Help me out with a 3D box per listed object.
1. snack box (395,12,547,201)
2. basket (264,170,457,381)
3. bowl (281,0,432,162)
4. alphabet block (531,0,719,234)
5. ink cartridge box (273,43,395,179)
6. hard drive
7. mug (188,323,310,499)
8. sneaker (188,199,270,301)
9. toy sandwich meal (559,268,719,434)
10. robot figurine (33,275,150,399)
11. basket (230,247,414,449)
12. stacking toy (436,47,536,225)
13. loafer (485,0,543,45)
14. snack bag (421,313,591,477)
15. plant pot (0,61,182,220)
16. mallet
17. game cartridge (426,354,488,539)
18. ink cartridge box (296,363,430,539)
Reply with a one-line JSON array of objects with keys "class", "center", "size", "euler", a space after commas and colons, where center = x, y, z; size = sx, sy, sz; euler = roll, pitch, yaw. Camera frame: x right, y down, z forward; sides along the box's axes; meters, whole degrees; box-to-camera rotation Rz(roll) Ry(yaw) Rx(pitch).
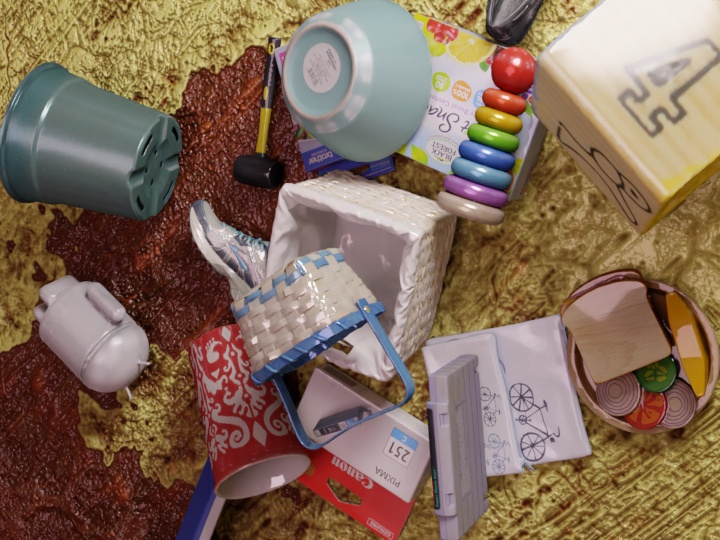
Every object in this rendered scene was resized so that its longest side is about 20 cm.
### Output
[{"class": "snack box", "center": [0.134, -0.201, 1.429], "size": [0.198, 0.067, 0.171], "euler": [27, 107, 21]}, {"class": "basket", "center": [0.000, 0.000, 1.457], "size": [0.195, 0.160, 0.203], "euler": [20, 111, 21]}, {"class": "bowl", "center": [-0.021, -0.236, 1.417], "size": [0.198, 0.104, 0.205], "euler": [2, 94, 36]}, {"class": "alphabet block", "center": [0.318, -0.188, 1.246], "size": [0.196, 0.195, 0.201], "euler": [-40, 80, 1]}, {"class": "ink cartridge box", "center": [-0.034, -0.212, 1.525], "size": [0.118, 0.042, 0.204], "euler": [-15, 91, 27]}, {"class": "hard drive", "center": [-0.232, 0.363, 1.646], "size": [0.025, 0.132, 0.203], "euler": [18, 107, -14]}, {"class": "mug", "center": [-0.169, 0.197, 1.574], "size": [0.178, 0.132, 0.203], "euler": [-46, 55, 44]}, {"class": "sneaker", "center": [-0.158, -0.022, 1.598], "size": [0.086, 0.078, 0.201], "euler": [-36, 88, 12]}, {"class": "toy sandwich meal", "center": [0.326, 0.098, 1.373], "size": [0.202, 0.070, 0.209], "euler": [3, 98, 25]}, {"class": "robot figurine", "center": [-0.387, 0.097, 1.690], "size": [0.199, 0.112, 0.171], "euler": [40, 131, 16]}, {"class": "basket", "center": [-0.042, 0.088, 1.330], "size": [0.175, 0.138, 0.203], "euler": [-29, 81, 32]}, {"class": "stacking toy", "center": [0.153, -0.160, 1.351], "size": [0.084, 0.085, 0.204], "euler": [19, 99, 22]}, {"class": "loafer", "center": [0.204, -0.364, 1.364], "size": [0.067, 0.070, 0.203], "euler": [27, 95, 21]}, {"class": "snack bag", "center": [0.186, 0.166, 1.476], "size": [0.197, 0.021, 0.192], "euler": [-13, 91, 26]}, {"class": "plant pot", "center": [-0.365, -0.166, 1.613], "size": [0.193, 0.200, 0.204], "euler": [17, 103, 15]}, {"class": "mallet", "center": [-0.137, -0.214, 1.578], "size": [0.065, 0.041, 0.204], "euler": [3, 93, 27]}, {"class": "game cartridge", "center": [0.120, 0.216, 1.431], "size": [0.038, 0.129, 0.204], "euler": [-2, 97, 28]}, {"class": "ink cartridge box", "center": [-0.007, 0.252, 1.567], "size": [0.198, 0.045, 0.179], "euler": [29, 107, 20]}]
